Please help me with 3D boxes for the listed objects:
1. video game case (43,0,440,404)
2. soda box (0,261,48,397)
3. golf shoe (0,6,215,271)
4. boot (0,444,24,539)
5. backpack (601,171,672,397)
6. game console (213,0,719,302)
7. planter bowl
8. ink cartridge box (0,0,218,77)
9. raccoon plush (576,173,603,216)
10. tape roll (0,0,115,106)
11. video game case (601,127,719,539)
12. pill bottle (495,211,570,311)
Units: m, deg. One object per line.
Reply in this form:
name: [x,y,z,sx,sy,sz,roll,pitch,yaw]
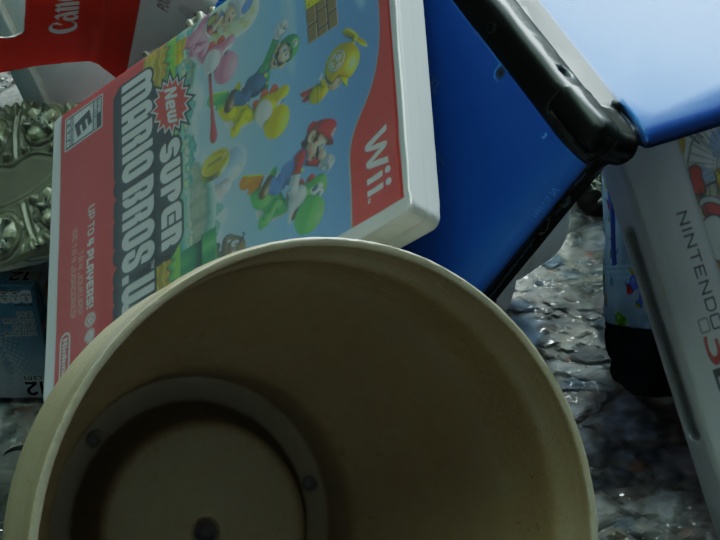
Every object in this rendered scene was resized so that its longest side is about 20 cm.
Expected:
video game case: [-0.052,-0.040,0.758,0.199,0.017,0.144,-29,51,35]
soda box: [-0.234,0.018,0.948,0.198,0.064,0.069,-1,30,10]
golf shoe: [-0.106,-0.039,0.898,0.198,0.097,0.079,-20,63,20]
boot: [-0.185,0.108,0.798,0.199,0.070,0.131,24,35,29]
backpack: [0.171,-0.061,0.872,0.161,0.202,0.154,-9,14,-8]
game console: [0.059,-0.087,0.778,0.118,0.171,0.201,10,37,-45]
planter bowl: [-0.036,0.094,0.681,0.199,0.202,0.134,-22,6,-25]
ink cartridge box: [-0.086,-0.107,0.930,0.198,0.048,0.160,-7,-12,-12]
raccoon plush: [0.144,-0.115,1.031,0.096,0.135,0.201,-8,30,-1]
tape roll: [-0.115,-0.169,1.116,0.201,0.140,0.203,-22,19,8]
video game case: [0.205,-0.004,0.802,0.198,0.184,0.023,-18,0,-20]
pill bottle: [0.000,0.000,0.887,0.199,0.112,0.111,-30,37,-34]
